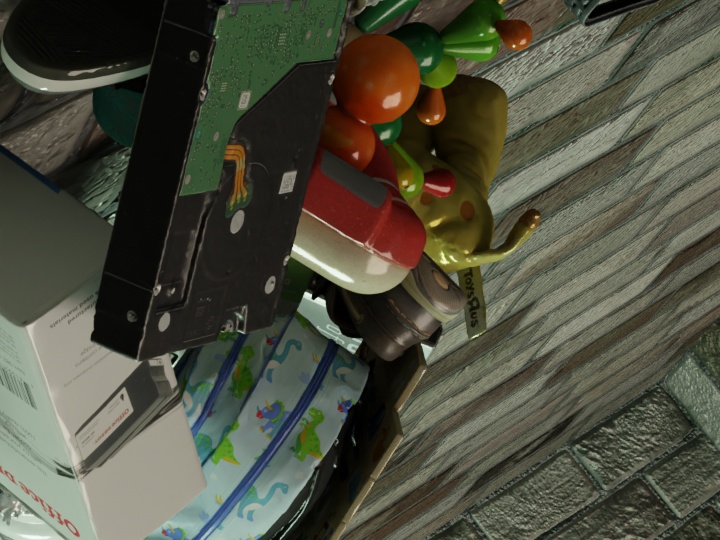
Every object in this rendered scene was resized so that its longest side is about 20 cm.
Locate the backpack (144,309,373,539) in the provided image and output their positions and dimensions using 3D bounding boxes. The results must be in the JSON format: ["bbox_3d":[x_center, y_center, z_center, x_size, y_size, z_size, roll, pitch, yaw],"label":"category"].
[{"bbox_3d":[-0.076,0.109,1.711,0.200,0.154,0.163,-28,-162,44],"label":"backpack"}]

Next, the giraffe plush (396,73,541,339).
[{"bbox_3d":[0.006,-0.059,1.908,0.162,0.200,0.173,21,126,-42],"label":"giraffe plush"}]

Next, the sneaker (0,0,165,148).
[{"bbox_3d":[-0.124,-0.110,1.475,0.200,0.084,0.121,-29,155,-44],"label":"sneaker"}]

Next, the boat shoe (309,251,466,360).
[{"bbox_3d":[0.000,0.000,1.735,0.073,0.074,0.200,-45,-160,1],"label":"boat shoe"}]

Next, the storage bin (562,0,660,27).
[{"bbox_3d":[0.202,-0.266,1.828,0.135,0.094,0.200,-23,159,-52],"label":"storage bin"}]

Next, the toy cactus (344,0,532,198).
[{"bbox_3d":[0.019,-0.129,1.745,0.165,0.102,0.200,-5,129,-28],"label":"toy cactus"}]

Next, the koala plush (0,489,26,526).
[{"bbox_3d":[-0.272,0.128,1.695,0.200,0.178,0.184,-38,154,13],"label":"koala plush"}]

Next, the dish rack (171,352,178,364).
[{"bbox_3d":[-0.132,0.000,1.750,0.200,0.054,0.154,130,-23,-68],"label":"dish rack"}]

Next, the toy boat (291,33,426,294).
[{"bbox_3d":[-0.012,-0.078,1.612,0.131,0.130,0.200,-57,-165,7],"label":"toy boat"}]

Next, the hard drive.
[{"bbox_3d":[-0.071,-0.059,1.446,0.140,0.038,0.201,-15,124,-60],"label":"hard drive"}]

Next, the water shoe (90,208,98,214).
[{"bbox_3d":[-0.214,0.004,1.633,0.200,0.072,0.079,-31,161,-39],"label":"water shoe"}]

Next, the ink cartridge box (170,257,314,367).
[{"bbox_3d":[-0.083,0.013,1.815,0.117,0.067,0.200,-84,-165,-47],"label":"ink cartridge box"}]

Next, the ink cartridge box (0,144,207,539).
[{"bbox_3d":[-0.175,0.046,1.540,0.084,0.145,0.200,-37,139,-24],"label":"ink cartridge box"}]

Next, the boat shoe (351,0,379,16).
[{"bbox_3d":[-0.029,-0.155,1.612,0.202,0.065,0.074,-32,166,-27],"label":"boat shoe"}]

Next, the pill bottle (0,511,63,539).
[{"bbox_3d":[-0.225,0.150,2.025,0.113,0.113,0.200,-37,168,-9],"label":"pill bottle"}]

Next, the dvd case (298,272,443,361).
[{"bbox_3d":[-0.055,0.038,1.960,0.150,0.200,0.025,120,-6,-58],"label":"dvd case"}]

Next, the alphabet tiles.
[{"bbox_3d":[-0.015,0.118,1.739,0.200,0.006,0.166,-58,-165,17],"label":"alphabet tiles"}]
